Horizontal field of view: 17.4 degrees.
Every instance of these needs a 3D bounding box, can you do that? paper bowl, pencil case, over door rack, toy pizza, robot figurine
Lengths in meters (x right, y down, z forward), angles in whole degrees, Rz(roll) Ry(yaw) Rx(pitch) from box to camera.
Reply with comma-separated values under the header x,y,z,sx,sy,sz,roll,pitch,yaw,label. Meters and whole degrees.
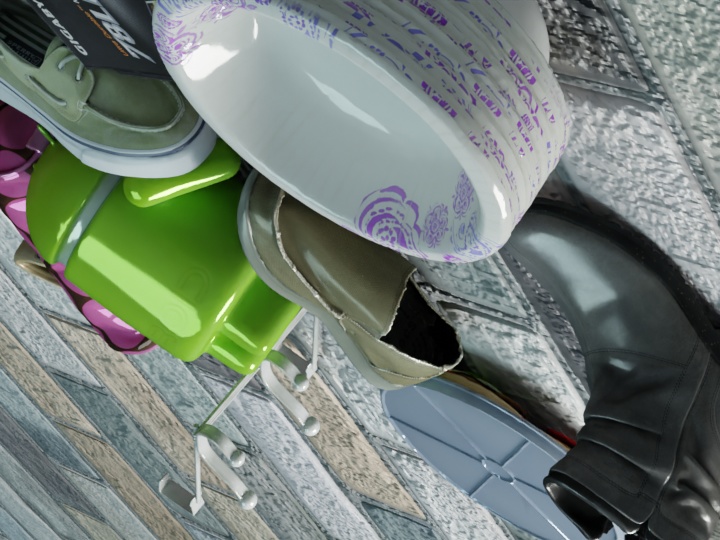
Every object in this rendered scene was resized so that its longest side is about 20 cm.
x,y,z,sx,sy,sz,roll,pitch,yaw,label
0.009,-0.103,1.113,0.200,0.105,0.201,31,159,13,paper bowl
-0.186,-0.033,1.618,0.094,0.091,0.200,29,161,53,pencil case
-0.059,0.095,1.615,0.067,0.148,0.200,40,160,2,over door rack
0.100,0.123,1.585,0.199,0.032,0.200,32,161,12,toy pizza
-0.128,-0.022,1.501,0.199,0.116,0.176,35,158,1,robot figurine

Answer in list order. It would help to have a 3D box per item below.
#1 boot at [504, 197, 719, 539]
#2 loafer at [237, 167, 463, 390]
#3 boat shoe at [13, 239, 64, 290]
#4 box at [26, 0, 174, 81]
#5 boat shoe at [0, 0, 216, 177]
x,y,z,sx,sy,sz,roll,pitch,yaw,label
0.132,0.064,1.248,0.200,0.132,0.070,38,161,-7,boot
0.000,0.000,1.430,0.069,0.076,0.200,-1,145,41,loafer
-0.164,0.023,1.737,0.199,0.065,0.072,32,160,10,boat shoe
-0.142,-0.183,1.265,0.198,0.050,0.200,10,148,48,box
-0.174,-0.117,1.434,0.199,0.072,0.062,25,153,29,boat shoe
